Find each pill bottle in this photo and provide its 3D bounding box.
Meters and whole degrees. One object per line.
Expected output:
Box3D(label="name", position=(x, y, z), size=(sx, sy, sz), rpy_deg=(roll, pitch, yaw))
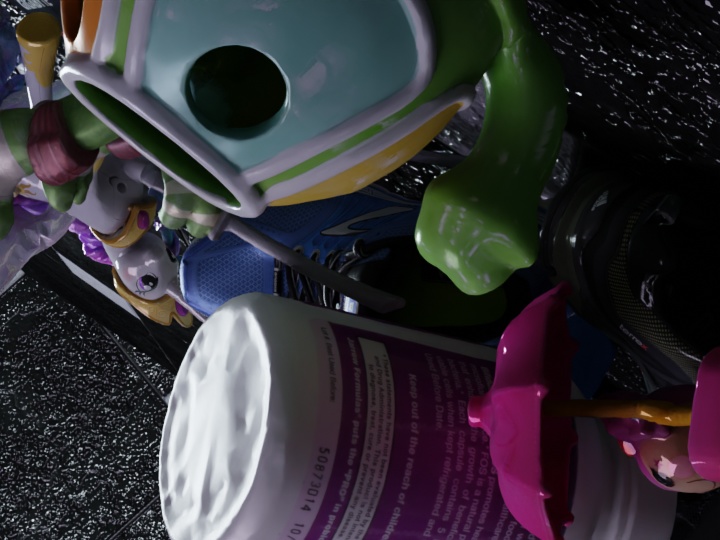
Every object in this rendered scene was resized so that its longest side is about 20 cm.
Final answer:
Box3D(label="pill bottle", position=(0.027, 0.082, 0.768), size=(0.199, 0.113, 0.112), rpy_deg=(14, 180, -27))

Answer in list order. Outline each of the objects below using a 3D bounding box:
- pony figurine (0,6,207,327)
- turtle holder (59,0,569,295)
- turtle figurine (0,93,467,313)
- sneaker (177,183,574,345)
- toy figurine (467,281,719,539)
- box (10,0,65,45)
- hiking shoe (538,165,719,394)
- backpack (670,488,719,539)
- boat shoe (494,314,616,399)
Box3D(label="pony figurine", position=(-0.172, -0.053, 1.026), size=(0.192, 0.167, 0.201), rpy_deg=(25, 154, 22))
Box3D(label="turtle holder", position=(-0.018, -0.082, 0.624), size=(0.140, 0.132, 0.186), rpy_deg=(25, 165, 44))
Box3D(label="turtle figurine", position=(-0.064, -0.043, 0.793), size=(0.193, 0.145, 0.200), rpy_deg=(-16, 129, 29))
Box3D(label="sneaker", position=(0.000, 0.000, 0.844), size=(0.198, 0.079, 0.089), rpy_deg=(-1, -167, 27))
Box3D(label="toy figurine", position=(0.132, 0.054, 0.662), size=(0.199, 0.152, 0.183), rpy_deg=(12, 174, -37))
Box3D(label="box", position=(-0.091, -0.115, 0.953), size=(0.159, 0.046, 0.200), rpy_deg=(39, 170, -22))
Box3D(label="hiking shoe", position=(0.158, 0.040, 0.756), size=(0.200, 0.076, 0.101), rpy_deg=(41, 172, -21))
Box3D(label="backpack", position=(0.211, 0.164, 0.987), size=(0.182, 0.135, 0.200), rpy_deg=(38, 172, -8))
Box3D(label="boat shoe", position=(0.082, 0.033, 0.961), size=(0.068, 0.084, 0.200), rpy_deg=(33, 167, 18))
